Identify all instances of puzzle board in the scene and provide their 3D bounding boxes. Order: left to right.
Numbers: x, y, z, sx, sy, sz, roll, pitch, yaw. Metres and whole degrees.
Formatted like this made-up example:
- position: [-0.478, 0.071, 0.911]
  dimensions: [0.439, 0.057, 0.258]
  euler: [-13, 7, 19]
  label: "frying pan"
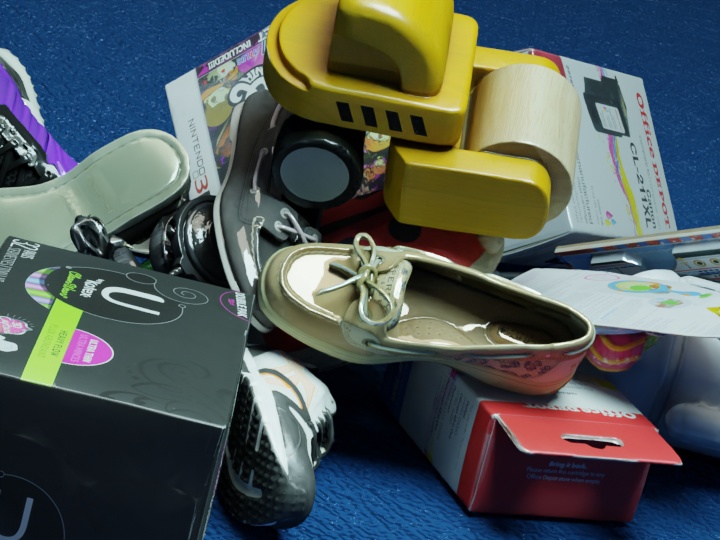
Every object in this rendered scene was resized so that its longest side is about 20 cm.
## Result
- position: [0.254, 0.016, 1.655]
  dimensions: [0.200, 0.017, 0.151]
  euler: [-8, -34, 45]
  label: "puzzle board"

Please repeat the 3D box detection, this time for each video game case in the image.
- position: [-0.032, -0.097, 1.617]
  dimensions: [0.036, 0.200, 0.182]
  euler: [37, 32, -51]
  label: "video game case"

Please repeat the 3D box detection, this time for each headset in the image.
- position: [-0.130, -0.009, 1.478]
  dimensions: [0.094, 0.123, 0.200]
  euler: [59, 14, -5]
  label: "headset"

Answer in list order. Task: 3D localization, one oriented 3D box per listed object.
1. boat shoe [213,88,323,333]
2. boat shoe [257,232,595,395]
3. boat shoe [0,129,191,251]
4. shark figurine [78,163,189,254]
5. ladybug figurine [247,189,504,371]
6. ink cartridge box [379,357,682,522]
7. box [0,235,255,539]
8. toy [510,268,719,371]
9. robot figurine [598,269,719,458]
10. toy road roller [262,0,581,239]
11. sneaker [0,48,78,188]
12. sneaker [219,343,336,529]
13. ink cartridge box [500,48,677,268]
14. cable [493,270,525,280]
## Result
- position: [-0.049, -0.049, 1.469]
  dimensions: [0.067, 0.057, 0.200]
  euler: [46, 28, -35]
  label: "boat shoe"
- position: [0.039, 0.019, 1.397]
  dimensions: [0.199, 0.074, 0.063]
  euler: [11, -24, -8]
  label: "boat shoe"
- position: [-0.201, -0.023, 1.515]
  dimensions: [0.201, 0.061, 0.072]
  euler: [-23, 71, -12]
  label: "boat shoe"
- position: [-0.154, -0.064, 1.701]
  dimensions: [0.214, 0.090, 0.128]
  euler: [17, 17, 1]
  label: "shark figurine"
- position: [0.000, 0.000, 1.504]
  dimensions: [0.200, 0.072, 0.136]
  euler: [-22, 25, 27]
  label: "ladybug figurine"
- position: [0.102, 0.097, 1.463]
  dimensions: [0.116, 0.067, 0.200]
  euler: [6, 21, -23]
  label: "ink cartridge box"
- position: [-0.144, 0.082, 1.234]
  dimensions: [0.148, 0.125, 0.200]
  euler: [13, 18, -3]
  label: "box"
- position: [0.169, 0.036, 1.477]
  dimensions: [0.199, 0.047, 0.115]
  euler: [2, 13, 33]
  label: "toy"
- position: [0.234, 0.066, 1.577]
  dimensions: [0.199, 0.113, 0.170]
  euler: [15, 27, -3]
  label: "robot figurine"
- position: [0.040, -0.116, 1.427]
  dimensions: [0.199, 0.146, 0.123]
  euler: [11, 44, 0]
  label: "toy road roller"
- position: [-0.240, -0.074, 1.580]
  dimensions: [0.200, 0.070, 0.099]
  euler: [53, 15, 22]
  label: "sneaker"
- position: [-0.044, 0.089, 1.368]
  dimensions: [0.080, 0.074, 0.200]
  euler: [12, 19, -16]
  label: "sneaker"
- position: [0.158, -0.082, 1.818]
  dimensions: [0.083, 0.146, 0.200]
  euler: [-17, -11, 30]
  label: "ink cartridge box"
- position: [0.104, 0.034, 1.687]
  dimensions: [0.199, 0.051, 0.163]
  euler: [13, 14, 9]
  label: "cable"
